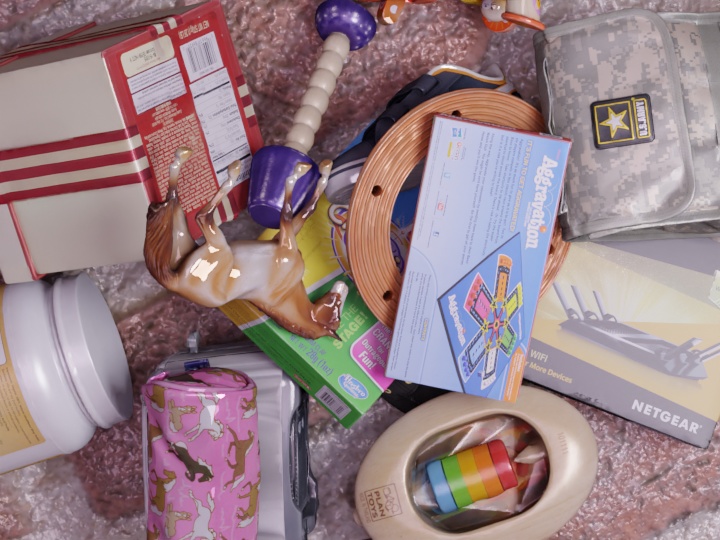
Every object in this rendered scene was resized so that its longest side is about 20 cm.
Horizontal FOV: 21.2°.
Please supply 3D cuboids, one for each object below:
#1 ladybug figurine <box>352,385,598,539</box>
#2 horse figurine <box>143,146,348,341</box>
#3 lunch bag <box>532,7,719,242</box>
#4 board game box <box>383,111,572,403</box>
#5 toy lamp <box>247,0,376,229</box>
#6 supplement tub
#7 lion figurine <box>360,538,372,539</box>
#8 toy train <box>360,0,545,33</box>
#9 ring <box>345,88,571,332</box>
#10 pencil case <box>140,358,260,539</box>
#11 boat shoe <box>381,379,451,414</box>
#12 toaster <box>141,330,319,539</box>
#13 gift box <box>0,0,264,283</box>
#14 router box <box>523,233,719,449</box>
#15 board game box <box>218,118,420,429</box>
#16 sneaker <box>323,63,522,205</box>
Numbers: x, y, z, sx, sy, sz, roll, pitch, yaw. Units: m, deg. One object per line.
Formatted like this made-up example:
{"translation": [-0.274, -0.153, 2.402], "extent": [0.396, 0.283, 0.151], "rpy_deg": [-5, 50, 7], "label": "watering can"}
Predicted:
{"translation": [0.089, 0.162, 1.510], "extent": [0.199, 0.072, 0.136], "rpy_deg": [-16, 82, 7], "label": "ladybug figurine"}
{"translation": [-0.086, -0.017, 1.377], "extent": [0.050, 0.200, 0.133], "rpy_deg": [26, 108, 45], "label": "horse figurine"}
{"translation": [0.230, -0.108, 1.449], "extent": [0.199, 0.118, 0.165], "rpy_deg": [-5, 82, -20], "label": "lunch bag"}
{"translation": [0.085, -0.008, 1.414], "extent": [0.103, 0.019, 0.201], "rpy_deg": [12, 103, 3], "label": "board game box"}
{"translation": [-0.041, -0.120, 1.482], "extent": [0.058, 0.058, 0.200], "rpy_deg": [17, 58, 2], "label": "toy lamp"}
{"translation": [-0.295, 0.090, 1.527], "extent": [0.199, 0.145, 0.145], "rpy_deg": [-18, 94, 5], "label": "supplement tub"}
{"translation": [0.110, 0.235, 1.555], "extent": [0.200, 0.072, 0.123], "rpy_deg": [36, 89, 4], "label": "lion figurine"}
{"translation": [0.075, -0.208, 1.454], "extent": [0.150, 0.200, 0.056], "rpy_deg": [1, 92, -21], "label": "toy train"}
{"translation": [0.076, -0.039, 1.451], "extent": [0.200, 0.019, 0.201], "rpy_deg": [-9, 110, -25], "label": "ring"}
{"translation": [-0.122, 0.172, 1.449], "extent": [0.083, 0.086, 0.201], "rpy_deg": [-7, 104, -33], "label": "pencil case"}
{"translation": [0.028, 0.069, 1.548], "extent": [0.201, 0.063, 0.074], "rpy_deg": [35, 92, -2], "label": "boat shoe"}
{"translation": [-0.102, 0.148, 1.539], "extent": [0.129, 0.114, 0.201], "rpy_deg": [0, 99, 7], "label": "toaster"}
{"translation": [-0.198, -0.114, 1.463], "extent": [0.186, 0.184, 0.201], "rpy_deg": [-8, 102, 33], "label": "gift box"}
{"translation": [0.207, 0.034, 1.526], "extent": [0.199, 0.052, 0.158], "rpy_deg": [21, 87, 1], "label": "router box"}
{"translation": [0.000, 0.000, 1.499], "extent": [0.153, 0.040, 0.200], "rpy_deg": [43, 61, -1], "label": "board game box"}
{"translation": [0.044, -0.108, 1.492], "extent": [0.200, 0.078, 0.080], "rpy_deg": [-17, 80, -36], "label": "sneaker"}
